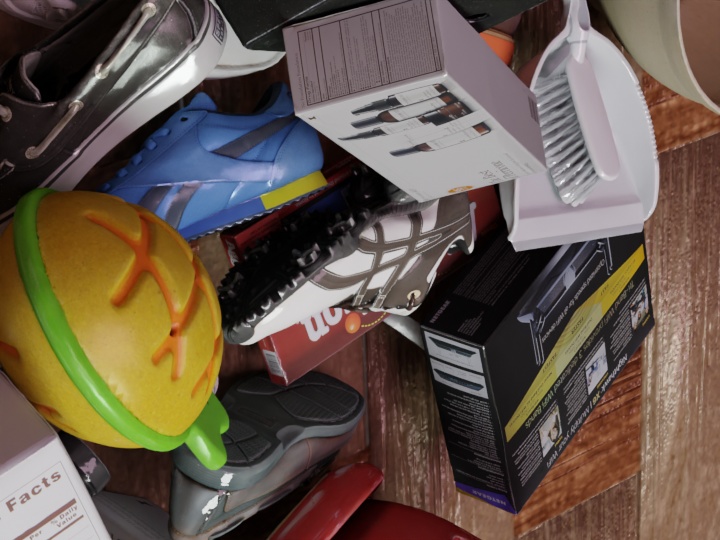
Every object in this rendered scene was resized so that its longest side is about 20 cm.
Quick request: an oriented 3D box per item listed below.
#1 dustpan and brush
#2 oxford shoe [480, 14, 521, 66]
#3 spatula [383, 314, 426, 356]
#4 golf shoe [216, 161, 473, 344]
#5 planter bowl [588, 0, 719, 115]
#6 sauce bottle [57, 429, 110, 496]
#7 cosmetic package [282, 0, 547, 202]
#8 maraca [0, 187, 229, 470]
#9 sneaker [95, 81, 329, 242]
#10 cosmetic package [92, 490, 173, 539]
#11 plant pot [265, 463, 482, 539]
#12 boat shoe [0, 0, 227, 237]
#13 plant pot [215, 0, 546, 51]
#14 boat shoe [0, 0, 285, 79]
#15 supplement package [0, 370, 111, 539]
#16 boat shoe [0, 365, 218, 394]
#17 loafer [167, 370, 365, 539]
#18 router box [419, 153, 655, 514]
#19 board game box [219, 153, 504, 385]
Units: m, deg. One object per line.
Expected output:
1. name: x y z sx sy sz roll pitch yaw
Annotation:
1. dustpan and brush: 0.133 -0.122 1.178 0.139 0.057 0.202 -9 83 -42
2. oxford shoe: 0.029 -0.179 1.121 0.199 0.071 0.073 13 94 -54
3. spatula: 0.034 0.040 1.231 0.200 0.020 0.057 38 79 -35
4. golf shoe: 0.000 0.000 1.108 0.199 0.077 0.095 -38 116 -28
5. planter bowl: 0.226 -0.211 1.230 0.199 0.134 0.203 -16 117 -35
6. sauce bottle: -0.220 0.171 1.036 0.200 0.066 0.066 -45 130 -16
7. cosmetic package: 0.034 -0.086 0.989 0.200 0.082 0.051 27 54 -67
8. maraca: -0.117 0.031 0.943 0.106 0.138 0.200 -24 154 12
9. sneaker: -0.112 -0.049 1.056 0.199 0.066 0.079 -24 96 -27
10. cosmetic package: -0.159 0.238 1.094 0.074 0.101 0.202 18 93 -44
11. plant pot: 0.007 0.232 1.151 0.201 0.182 0.201 -48 173 -8
12. boat shoe: -0.161 -0.083 0.952 0.200 0.071 0.064 -40 137 10
13. plant pot: 0.012 -0.213 0.956 0.198 0.199 0.180 -2 79 -40
14. boat shoe: -0.105 -0.139 1.012 0.199 0.069 0.072 7 101 -43
15. supplement package: -0.185 0.154 0.926 0.117 0.117 0.201 -33 128 -17
16. boat shoe: -0.148 0.056 1.025 0.200 0.071 0.069 35 45 -54
17. loafer: -0.062 0.109 1.126 0.200 0.071 0.063 -21 134 -64
18. router box: 0.124 0.036 1.254 0.200 0.052 0.158 -48 141 -34
19. board game box: 0.007 -0.022 1.173 0.199 0.019 0.104 -34 118 -31
